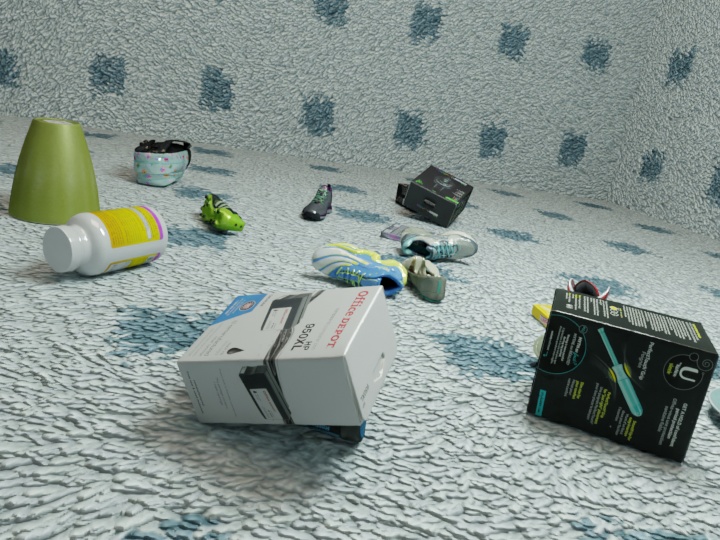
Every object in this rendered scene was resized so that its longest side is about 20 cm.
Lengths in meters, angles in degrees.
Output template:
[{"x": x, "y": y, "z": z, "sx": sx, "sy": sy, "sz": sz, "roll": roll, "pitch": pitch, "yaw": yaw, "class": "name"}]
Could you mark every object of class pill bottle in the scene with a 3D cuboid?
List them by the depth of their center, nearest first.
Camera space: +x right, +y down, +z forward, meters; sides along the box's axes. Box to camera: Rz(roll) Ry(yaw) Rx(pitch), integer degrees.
[{"x": -0.437, "y": -0.052, "z": 1.039, "sx": 0.102, "sy": 0.106, "sz": 0.199, "roll": 16, "pitch": 17, "yaw": 23, "class": "pill bottle"}]

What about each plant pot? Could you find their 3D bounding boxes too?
[{"x": -0.661, "y": -0.222, "z": 1.307, "sx": 0.183, "sy": 0.204, "sz": 0.187, "roll": 8, "pitch": 16, "yaw": -2, "class": "plant pot"}]

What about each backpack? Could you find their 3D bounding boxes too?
[{"x": -0.613, "y": -0.332, "z": 1.842, "sx": 0.163, "sy": 0.129, "sz": 0.200, "roll": -2, "pitch": 17, "yaw": 1, "class": "backpack"}]

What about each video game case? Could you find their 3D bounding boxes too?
[{"x": 0.169, "y": -0.092, "z": 1.687, "sx": 0.196, "sy": 0.019, "sz": 0.143, "roll": 16, "pitch": 18, "yaw": 16, "class": "video game case"}]

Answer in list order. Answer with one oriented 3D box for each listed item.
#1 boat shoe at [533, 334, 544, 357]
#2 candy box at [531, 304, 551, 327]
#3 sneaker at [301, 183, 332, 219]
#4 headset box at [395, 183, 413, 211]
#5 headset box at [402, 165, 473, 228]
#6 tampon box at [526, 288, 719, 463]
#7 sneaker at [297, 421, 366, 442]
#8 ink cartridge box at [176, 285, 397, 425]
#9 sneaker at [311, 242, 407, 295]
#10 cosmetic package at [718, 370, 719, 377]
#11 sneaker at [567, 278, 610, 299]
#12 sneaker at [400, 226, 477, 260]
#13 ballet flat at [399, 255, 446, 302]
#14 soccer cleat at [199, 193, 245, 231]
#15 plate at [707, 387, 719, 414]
[{"x": 0.367, "y": 0.148, "z": 0.930, "sx": 0.198, "sy": 0.061, "sz": 0.072, "roll": 10, "pitch": 59, "yaw": 33, "class": "boat shoe"}, {"x": 0.408, "y": 0.112, "z": 1.131, "sx": 0.100, "sy": 0.027, "sz": 0.200, "roll": 3, "pitch": 17, "yaw": -9, "class": "candy box"}, {"x": -0.125, "y": -0.206, "z": 1.769, "sx": 0.073, "sy": 0.089, "sz": 0.200, "roll": 11, "pitch": 16, "yaw": 4, "class": "sneaker"}, {"x": 0.247, "y": -0.260, "z": 2.188, "sx": 0.196, "sy": 0.077, "sz": 0.149, "roll": 2, "pitch": 18, "yaw": -24, "class": "headset box"}, {"x": 0.256, "y": -0.246, "z": 1.989, "sx": 0.172, "sy": 0.094, "sz": 0.200, "roll": 30, "pitch": 36, "yaw": 14, "class": "headset box"}, {"x": 0.341, "y": 0.130, "z": 0.805, "sx": 0.196, "sy": 0.153, "sz": 0.126, "roll": 15, "pitch": 18, "yaw": 18, "class": "tampon box"}, {"x": -0.031, "y": 0.129, "z": 0.732, "sx": 0.080, "sy": 0.075, "sz": 0.200, "roll": 7, "pitch": 16, "yaw": -2, "class": "sneaker"}, {"x": -0.074, "y": 0.091, "z": 0.661, "sx": 0.196, "sy": 0.086, "sz": 0.145, "roll": -5, "pitch": 25, "yaw": 22, "class": "ink cartridge box"}, {"x": 0.000, "y": 0.000, "z": 1.177, "sx": 0.195, "sy": 0.077, "sz": 0.105, "roll": 9, "pitch": 17, "yaw": -5, "class": "sneaker"}, {"x": 0.732, "y": 0.144, "z": 1.076, "sx": 0.197, "sy": 0.106, "sz": 0.087, "roll": -7, "pitch": 21, "yaw": -40, "class": "cosmetic package"}, {"x": 0.397, "y": 0.060, "z": 1.051, "sx": 0.070, "sy": 0.115, "sz": 0.199, "roll": 12, "pitch": 19, "yaw": 24, "class": "sneaker"}, {"x": 0.193, "y": -0.052, "z": 1.500, "sx": 0.195, "sy": 0.079, "sz": 0.087, "roll": 5, "pitch": 27, "yaw": 9, "class": "sneaker"}, {"x": 0.126, "y": 0.003, "z": 1.260, "sx": 0.066, "sy": 0.065, "sz": 0.200, "roll": 3, "pitch": 17, "yaw": -21, "class": "ballet flat"}, {"x": -0.340, "y": -0.135, "z": 1.473, "sx": 0.080, "sy": 0.069, "sz": 0.200, "roll": 21, "pitch": 10, "yaw": -33, "class": "soccer cleat"}, {"x": 0.605, "y": 0.227, "z": 0.864, "sx": 0.196, "sy": 0.026, "sz": 0.201, "roll": 9, "pitch": 17, "yaw": -3, "class": "plate"}]
